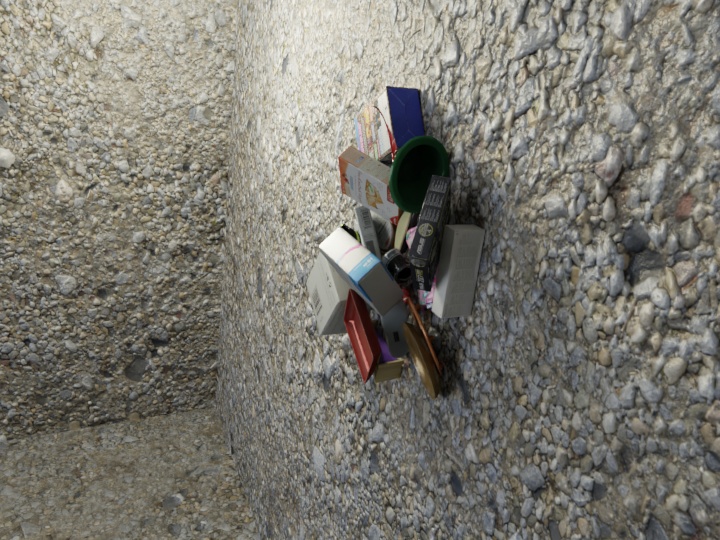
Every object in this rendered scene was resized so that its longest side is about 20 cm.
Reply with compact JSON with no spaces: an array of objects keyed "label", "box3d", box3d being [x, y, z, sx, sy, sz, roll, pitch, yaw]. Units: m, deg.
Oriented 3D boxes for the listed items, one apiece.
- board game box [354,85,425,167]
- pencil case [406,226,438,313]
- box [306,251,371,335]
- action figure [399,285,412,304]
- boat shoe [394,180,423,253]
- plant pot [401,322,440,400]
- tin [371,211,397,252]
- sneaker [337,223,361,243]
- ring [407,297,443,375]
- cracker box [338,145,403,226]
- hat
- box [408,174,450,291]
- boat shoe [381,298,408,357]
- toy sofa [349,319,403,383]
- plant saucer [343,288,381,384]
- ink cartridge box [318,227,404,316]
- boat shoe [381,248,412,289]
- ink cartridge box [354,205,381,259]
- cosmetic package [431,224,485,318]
[{"label":"board game box","box3d":[0.073,-0.357,1.582,0.199,0.095,0.163,157,107,-63]},{"label":"pencil case","box3d":[0.163,-0.005,1.454,0.087,0.086,0.204,143,120,-60]},{"label":"box","box3d":[-0.064,0.063,1.889,0.201,0.128,0.202,-61,41,48]},{"label":"action figure","box3d":[0.086,0.053,1.661,0.199,0.051,0.067,30,135,58]},{"label":"boat shoe","box3d":[0.132,-0.126,1.519,0.074,0.062,0.204,-107,29,-57]},{"label":"plant pot","box3d":[0.152,0.218,1.496,0.200,0.027,0.204,159,91,-85]},{"label":"tin","box3d":[0.065,-0.144,1.699,0.113,0.041,0.203,117,141,-54]},{"label":"sneaker","box3d":[-0.040,-0.066,1.762,0.071,0.083,0.201,-37,31,17]},{"label":"ring","box3d":[0.159,0.156,1.469,0.200,0.019,0.204,157,91,-89]},{"label":"cracker box","box3d":[0.036,-0.218,1.577,0.198,0.058,0.135,32,152,23]},{"label":"hat","box3d":[0.101,-0.257,1.453,0.176,0.163,0.203,34,107,54]},{"label":"box","box3d":[0.155,-0.078,1.331,0.162,0.048,0.203,75,-149,-65]},{"label":"boat shoe","box3d":[0.092,0.134,1.599,0.069,0.072,0.202,-103,-1,-54]},{"label":"toy sofa","box3d":[0.045,0.214,1.732,0.201,0.081,0.099,-127,38,-49]},{"label":"plant saucer","box3d":[0.006,0.174,1.625,0.201,0.036,0.203,103,151,-60]},{"label":"ink cartridge box","box3d":[0.000,0.000,1.512,0.200,0.085,0.145,40,170,46]},{"label":"boat shoe","box3d":[0.107,0.005,1.527,0.068,0.073,0.200,50,175,20]},{"label":"ink cartridge box","box3d":[0.027,-0.085,1.730,0.200,0.046,0.163,53,-157,-82]},{"label":"cosmetic package","box3d":[0.215,0.002,1.350,0.051,0.081,0.204,38,126,56]}]
